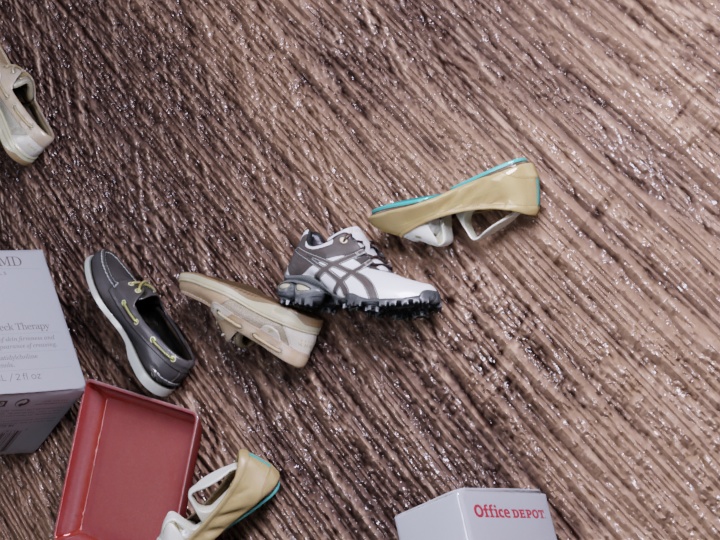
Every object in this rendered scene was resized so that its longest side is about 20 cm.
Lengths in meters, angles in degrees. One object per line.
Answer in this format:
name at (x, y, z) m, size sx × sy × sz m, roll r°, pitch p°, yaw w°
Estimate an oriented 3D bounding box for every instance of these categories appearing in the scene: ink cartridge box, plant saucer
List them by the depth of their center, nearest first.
ink cartridge box at (0.124, 0.306, 1.456) m, size 0.084 × 0.146 × 0.201 m, roll -27°, pitch 65°, yaw 34°
plant saucer at (-0.263, 0.243, 1.859) m, size 0.199 × 0.037 × 0.201 m, roll 11°, pitch 90°, yaw 39°

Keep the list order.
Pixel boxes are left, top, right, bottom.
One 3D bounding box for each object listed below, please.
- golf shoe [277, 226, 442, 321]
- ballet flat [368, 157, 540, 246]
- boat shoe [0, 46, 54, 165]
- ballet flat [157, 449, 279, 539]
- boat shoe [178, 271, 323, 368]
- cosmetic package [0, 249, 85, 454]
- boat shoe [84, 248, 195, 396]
golf shoe at (0.000, 0.000, 1.656) m, size 0.199 × 0.078 × 0.095 m, roll 7°, pitch 81°, yaw 35°
ballet flat at (0.092, -0.056, 1.599) m, size 0.199 × 0.068 × 0.063 m, roll -18°, pitch 85°, yaw 37°
boat shoe at (-0.449, -0.232, 2.075) m, size 0.065 × 0.072 × 0.201 m, roll -35°, pitch 64°, yaw 20°
ballet flat at (-0.175, 0.268, 1.732) m, size 0.200 × 0.063 × 0.069 m, roll -44°, pitch 17°, yaw 7°
boat shoe at (-0.131, 0.051, 1.759) m, size 0.199 × 0.071 × 0.065 m, roll 21°, pitch 95°, yaw 39°
cosmetic package at (-0.462, 0.102, 1.942) m, size 0.166 × 0.167 × 0.201 m, roll -47°, pitch 56°, yaw 41°
boat shoe at (-0.254, 0.049, 1.865) m, size 0.061 × 0.072 × 0.202 m, roll -42°, pitch 66°, yaw 22°
